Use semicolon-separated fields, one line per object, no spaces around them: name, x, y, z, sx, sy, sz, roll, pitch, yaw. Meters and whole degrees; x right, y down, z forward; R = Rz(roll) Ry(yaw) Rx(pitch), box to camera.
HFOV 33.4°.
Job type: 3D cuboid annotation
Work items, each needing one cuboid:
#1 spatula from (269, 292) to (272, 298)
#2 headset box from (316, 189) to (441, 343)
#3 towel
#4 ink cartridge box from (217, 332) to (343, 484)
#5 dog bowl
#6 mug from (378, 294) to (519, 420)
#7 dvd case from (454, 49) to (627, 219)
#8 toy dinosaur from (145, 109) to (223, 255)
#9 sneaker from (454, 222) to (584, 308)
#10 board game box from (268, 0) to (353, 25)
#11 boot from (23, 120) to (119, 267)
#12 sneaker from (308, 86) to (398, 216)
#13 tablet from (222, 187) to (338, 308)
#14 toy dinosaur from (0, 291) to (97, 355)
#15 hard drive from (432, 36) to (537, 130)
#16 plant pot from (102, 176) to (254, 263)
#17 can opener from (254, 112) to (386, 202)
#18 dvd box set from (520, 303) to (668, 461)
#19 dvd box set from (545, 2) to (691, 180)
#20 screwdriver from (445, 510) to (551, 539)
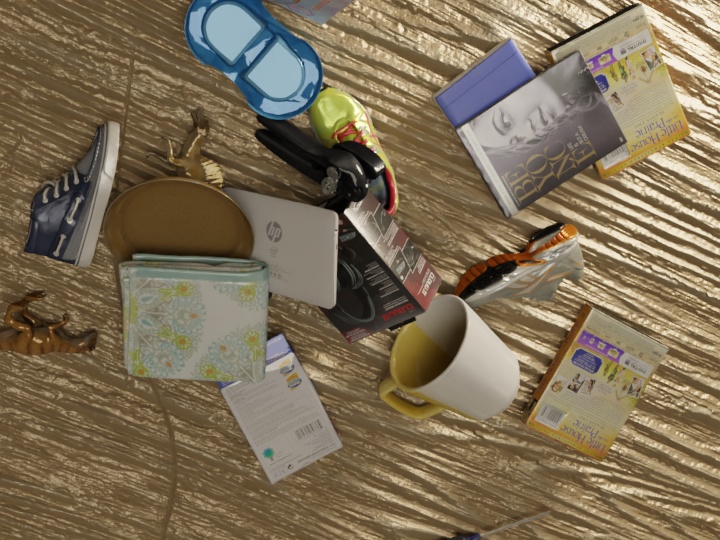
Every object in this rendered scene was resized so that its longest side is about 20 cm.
spatula;-0.219;0.043;1.652;0.198;0.021;0.057;-9;135;-12
headset box;0.000;0.000;1.615;0.148;0.077;0.200;-24;114;39
towel;-0.223;0.065;1.608;0.198;0.048;0.173;3;116;-2
ink cartridge box;-0.120;0.192;1.708;0.119;0.042;0.201;-27;111;-1
dog bowl;-0.138;-0.285;1.554;0.200;0.050;0.112;41;96;-17
mug;0.133;0.136;1.700;0.153;0.186;0.151;34;67;-31
dvd case;0.248;-0.185;1.641;0.199;0.016;0.149;-32;109;3
toy dinosaur;-0.230;-0.107;1.586;0.100;0.058;0.202;-4;105;-6
sneaker;0.231;0.018;1.702;0.199;0.076;0.093;-27;116;2
board game box;-0.104;-0.372;1.455;0.198;0.200;0.042;22;85;-16
boot;-0.374;-0.103;1.555;0.089;0.073;0.202;12;105;-19
sneaker;0.000;-0.155;1.597;0.078;0.090;0.201;-32;108;2
tablet;-0.111;-0.032;1.584;0.014;0.199;0.132;-19;117;-51
toy dinosaur;-0.455;0.089;1.608;0.198;0.060;0.107;-2;109;-9
hard drive;0.208;-0.199;1.654;0.132;0.025;0.201;-37;109;2
plant pot;-0.238;-0.052;1.581;0.198;0.028;0.201;0;135;0
can opener;-0.063;-0.147;1.557;0.199;0.078;0.064;27;122;28
dvd box set;0.346;0.168;1.778;0.145;0.029;0.201;25;99;-16
dvd box set;0.359;-0.247;1.663;0.145;0.029;0.201;-28;109;-1
screwdriver;0.197;0.398;1.835;0.198;0.028;0.029;-23;81;-4
